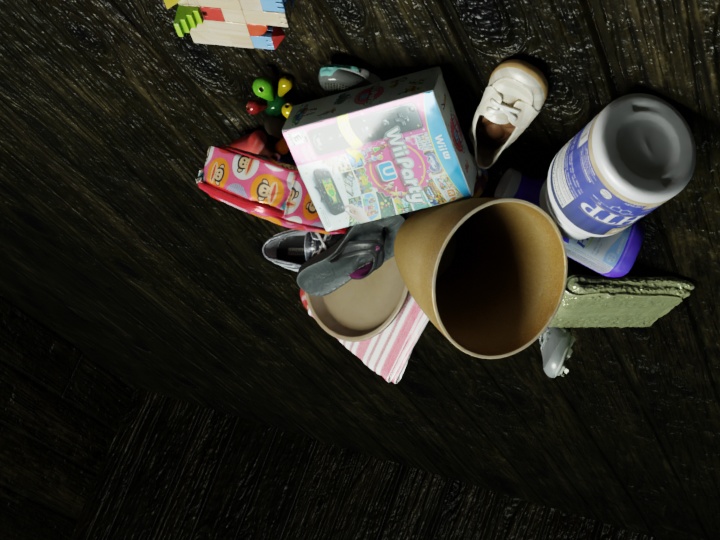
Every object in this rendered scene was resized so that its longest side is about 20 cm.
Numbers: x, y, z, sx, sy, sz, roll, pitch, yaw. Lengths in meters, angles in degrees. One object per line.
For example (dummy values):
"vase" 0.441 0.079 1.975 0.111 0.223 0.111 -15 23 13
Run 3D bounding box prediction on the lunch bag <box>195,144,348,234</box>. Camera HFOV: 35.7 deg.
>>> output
"lunch bag" -0.116 -0.113 1.496 0.174 0.083 0.199 23 -174 38

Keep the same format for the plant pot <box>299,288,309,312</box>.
"plant pot" 0.008 0.002 1.764 0.197 0.185 0.201 21 163 7

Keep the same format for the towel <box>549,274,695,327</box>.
"towel" 0.364 0.045 1.605 0.196 0.037 0.149 -1 158 -9

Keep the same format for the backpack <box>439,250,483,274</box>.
"backpack" 0.184 -0.005 1.583 0.175 0.153 0.201 3 149 29

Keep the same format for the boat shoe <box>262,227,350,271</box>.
"boat shoe" -0.052 -0.032 1.572 0.197 0.073 0.067 1 175 36

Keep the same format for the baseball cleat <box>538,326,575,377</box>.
"baseball cleat" 0.276 0.087 1.698 0.105 0.201 0.071 25 120 2

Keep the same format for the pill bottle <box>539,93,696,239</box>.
"pill bottle" 0.279 -0.106 1.260 0.118 0.121 0.200 24 161 -6

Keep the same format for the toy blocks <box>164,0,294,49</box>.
"toy blocks" -0.133 -0.311 1.240 0.134 0.102 0.201 7 158 8

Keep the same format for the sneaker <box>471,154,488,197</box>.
"sneaker" 0.119 -0.139 1.446 0.088 0.076 0.201 -13 144 -2

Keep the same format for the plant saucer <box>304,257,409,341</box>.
"plant saucer" 0.000 0.000 1.589 0.198 0.204 0.029 6 178 40

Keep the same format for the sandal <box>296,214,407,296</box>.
"sandal" -0.007 -0.013 1.498 0.075 0.049 0.200 33 129 -26

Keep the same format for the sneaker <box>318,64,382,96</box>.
"sneaker" 0.007 -0.180 1.410 0.077 0.093 0.200 4 154 39

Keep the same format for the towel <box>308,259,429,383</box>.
"towel" 0.017 0.048 1.606 0.199 0.148 0.030 37 -164 36

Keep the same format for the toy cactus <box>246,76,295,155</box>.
"toy cactus" -0.081 -0.188 1.509 0.198 0.104 0.164 22 174 -31

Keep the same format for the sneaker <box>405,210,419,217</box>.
"sneaker" 0.068 -0.088 1.622 0.080 0.088 0.202 27 146 44

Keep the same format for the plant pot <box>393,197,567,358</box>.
"plant pot" 0.125 -0.010 1.379 0.185 0.188 0.199 32 178 -27

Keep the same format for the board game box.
"board game box" 0.024 -0.144 1.349 0.197 0.065 0.149 -13 121 21

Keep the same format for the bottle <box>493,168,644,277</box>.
"bottle" 0.266 -0.066 1.438 0.198 0.085 0.065 27 170 -12

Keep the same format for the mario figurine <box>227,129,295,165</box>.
"mario figurine" -0.116 -0.129 1.666 0.197 0.108 0.124 22 163 -4

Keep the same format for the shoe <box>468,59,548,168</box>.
"shoe" 0.167 -0.177 1.296 0.069 0.054 0.200 22 161 1
